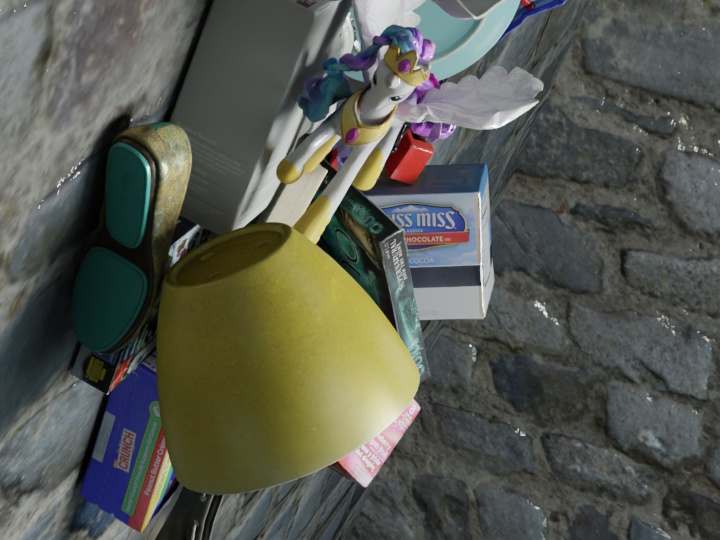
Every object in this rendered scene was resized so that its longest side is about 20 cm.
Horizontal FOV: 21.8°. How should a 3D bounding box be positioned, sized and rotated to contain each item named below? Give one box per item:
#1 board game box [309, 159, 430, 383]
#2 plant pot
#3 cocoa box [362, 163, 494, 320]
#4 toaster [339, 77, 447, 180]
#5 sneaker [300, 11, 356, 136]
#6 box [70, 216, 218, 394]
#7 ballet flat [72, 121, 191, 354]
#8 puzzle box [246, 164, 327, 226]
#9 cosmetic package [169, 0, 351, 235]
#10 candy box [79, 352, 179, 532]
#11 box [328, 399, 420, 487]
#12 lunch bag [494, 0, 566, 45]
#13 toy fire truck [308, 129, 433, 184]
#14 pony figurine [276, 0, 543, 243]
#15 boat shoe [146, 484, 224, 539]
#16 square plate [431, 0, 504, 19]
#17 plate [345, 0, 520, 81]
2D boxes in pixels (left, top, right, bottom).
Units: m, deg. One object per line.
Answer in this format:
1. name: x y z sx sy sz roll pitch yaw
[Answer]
1. board game box: 0.000 0.000 1.642 0.028 0.135 0.201 -34 141 -18
2. plant pot: -0.073 0.050 1.380 0.200 0.199 0.143 -50 123 -53
3. cocoa box: 0.031 -0.030 1.879 0.133 0.198 0.132 -66 153 -73
4. toaster: 0.025 -0.213 1.712 0.200 0.118 0.182 -49 164 -56
5. sneaker: -0.056 -0.171 1.538 0.079 0.074 0.201 -37 155 -29
6. box: -0.160 0.001 1.551 0.138 0.040 0.200 -66 171 29
7. ballet flat: -0.162 -0.024 1.369 0.071 0.070 0.201 -50 162 -52
8. puzzle box: -0.099 0.002 1.550 0.201 0.025 0.133 -61 -169 -11
9. cosmetic package: -0.084 -0.138 1.435 0.201 0.090 0.107 -69 170 23
10. candy box: -0.166 0.115 1.735 0.200 0.077 0.170 -47 163 -54
11. box: -0.047 0.093 1.660 0.096 0.099 0.200 -53 133 -13
12. lunch bag: 0.097 -0.325 1.627 0.094 0.200 0.151 -28 -152 32
13. toy fire truck: -0.003 -0.144 1.810 0.049 0.140 0.201 -53 -143 32
14. pony figurine: 0.024 -0.129 1.414 0.200 0.166 0.193 -50 177 41
15. boat shoe: -0.132 0.189 1.717 0.201 0.057 0.067 -64 168 8
16. square plate: 0.036 -0.266 1.413 0.028 0.198 0.200 -44 178 23
17. plate: 0.043 -0.233 1.558 0.026 0.198 0.201 -103 -152 -51
